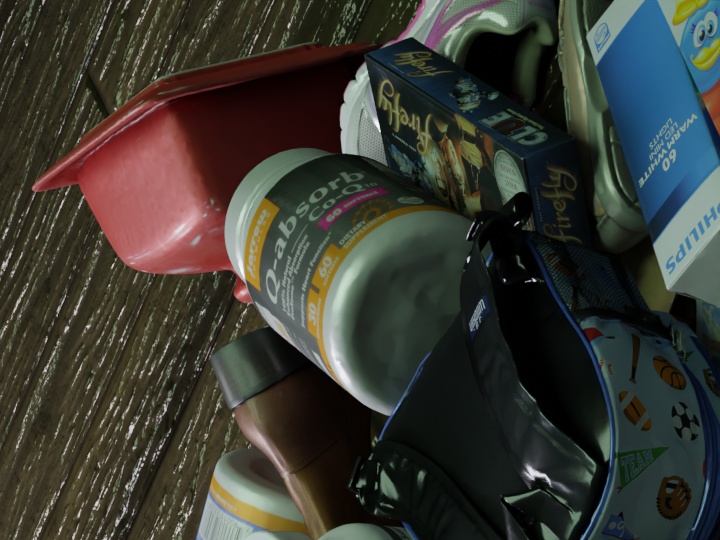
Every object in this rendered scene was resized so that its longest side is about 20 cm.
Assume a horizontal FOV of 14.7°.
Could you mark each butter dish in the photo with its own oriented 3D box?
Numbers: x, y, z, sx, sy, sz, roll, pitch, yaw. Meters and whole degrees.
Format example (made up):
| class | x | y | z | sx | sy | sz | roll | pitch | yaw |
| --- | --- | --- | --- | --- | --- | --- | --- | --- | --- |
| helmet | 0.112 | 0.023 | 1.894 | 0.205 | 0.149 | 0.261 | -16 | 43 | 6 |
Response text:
| class | x | y | z | sx | sy | sz | roll | pitch | yaw |
| --- | --- | --- | --- | --- | --- | --- | --- | --- | --- |
| butter dish | -0.083 | -0.051 | 1.834 | 0.200 | 0.199 | 0.149 | -30 | 79 | 55 |

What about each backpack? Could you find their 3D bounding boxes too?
| class | x | y | z | sx | sy | sz | roll | pitch | yaw |
| --- | --- | --- | --- | --- | --- | --- | --- | --- | --- |
| backpack | 0.103 | 0.099 | 1.416 | 0.191 | 0.153 | 0.201 | -110 | 39 | -54 |

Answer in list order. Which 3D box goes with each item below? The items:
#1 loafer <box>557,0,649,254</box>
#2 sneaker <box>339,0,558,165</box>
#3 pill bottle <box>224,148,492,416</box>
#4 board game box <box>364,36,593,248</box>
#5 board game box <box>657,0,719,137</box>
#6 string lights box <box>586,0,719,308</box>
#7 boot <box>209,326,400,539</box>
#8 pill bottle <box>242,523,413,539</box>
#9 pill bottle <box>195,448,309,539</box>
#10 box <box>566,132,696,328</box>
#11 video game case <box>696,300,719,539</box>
| class | x | y | z | sx | sy | sz | roll | pitch | yaw |
| --- | --- | --- | --- | --- | --- | --- | --- | --- | --- |
| loafer | 0.135 | -0.102 | 1.536 | 0.063 | 0.072 | 0.201 | -41 | 41 | 50 |
| sneaker | 0.053 | -0.108 | 1.680 | 0.201 | 0.081 | 0.088 | -62 | 33 | 31 |
| pill bottle | 0.000 | 0.000 | 1.572 | 0.200 | 0.116 | 0.117 | 35 | 112 | 61 |
| board game box | 0.070 | -0.038 | 1.570 | 0.200 | 0.034 | 0.136 | 39 | 146 | 58 |
| board game box | 0.218 | -0.136 | 1.357 | 0.105 | 0.103 | 0.201 | -55 | 33 | 31 |
| string lights box | 0.185 | -0.057 | 1.379 | 0.059 | 0.102 | 0.201 | -52 | 30 | 30 |
| boot | 0.009 | 0.123 | 1.674 | 0.068 | 0.188 | 0.201 | -31 | 80 | 21 |
| pill bottle | 0.028 | 0.198 | 1.511 | 0.116 | 0.199 | 0.117 | -25 | 61 | 56 |
| pill bottle | -0.061 | 0.223 | 1.750 | 0.112 | 0.112 | 0.201 | 34 | 112 | 58 |
| box | 0.123 | 0.016 | 1.580 | 0.200 | 0.021 | 0.164 | 35 | 111 | 59 |
| video game case | 0.227 | 0.070 | 1.382 | 0.182 | 0.022 | 0.201 | -21 | 64 | 57 |
